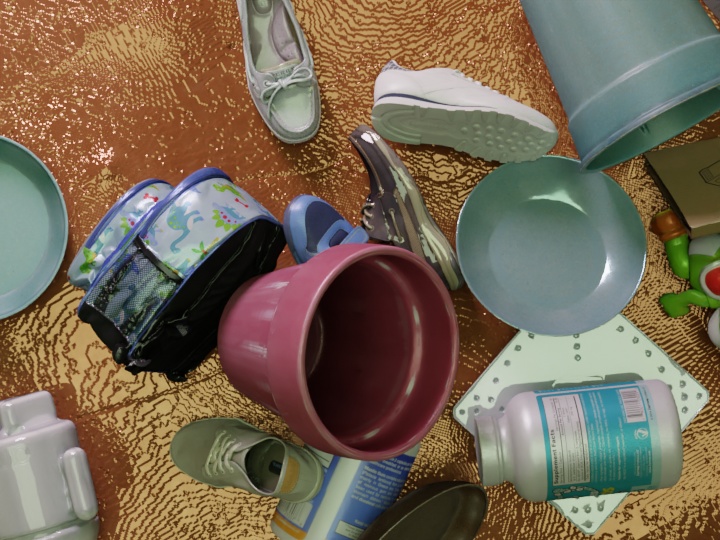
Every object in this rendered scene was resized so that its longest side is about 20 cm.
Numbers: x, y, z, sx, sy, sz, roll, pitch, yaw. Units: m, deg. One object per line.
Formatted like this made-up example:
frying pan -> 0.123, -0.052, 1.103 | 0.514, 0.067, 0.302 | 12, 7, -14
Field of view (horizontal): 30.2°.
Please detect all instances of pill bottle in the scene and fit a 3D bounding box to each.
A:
pill bottle -> -0.005, 0.197, 1.374 | 0.111, 0.112, 0.201 | 25, 89, 0
pill bottle -> 0.217, 0.173, 1.347 | 0.198, 0.111, 0.112 | -6, 90, 1

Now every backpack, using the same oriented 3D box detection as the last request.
backpack -> -0.185, -0.009, 1.341 | 0.147, 0.183, 0.200 | 43, 92, 13

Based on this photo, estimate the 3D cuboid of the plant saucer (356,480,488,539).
plant saucer -> 0.046, 0.282, 1.347 | 0.200, 0.200, 0.032 | -45, 60, 0

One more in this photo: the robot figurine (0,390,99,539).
robot figurine -> -0.336, 0.229, 1.375 | 0.169, 0.113, 0.202 | -16, 89, 39

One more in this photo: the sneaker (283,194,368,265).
sneaker -> 0.000, 0.000, 1.368 | 0.200, 0.082, 0.074 | 52, 54, -15

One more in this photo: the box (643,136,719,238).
box -> 0.407, -0.098, 1.355 | 0.198, 0.164, 0.021 | -12, 120, 0

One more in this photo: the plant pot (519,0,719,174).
plant pot -> 0.267, -0.231, 1.345 | 0.199, 0.200, 0.197 | -26, 81, 0

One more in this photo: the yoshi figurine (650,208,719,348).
yoshi figurine -> 0.382, 0.023, 1.395 | 0.111, 0.112, 0.201 | -12, 75, -33

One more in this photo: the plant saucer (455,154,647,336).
plant saucer -> 0.197, -0.022, 1.393 | 0.199, 0.039, 0.203 | 0, 70, 0

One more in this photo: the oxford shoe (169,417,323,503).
oxford shoe -> -0.126, 0.189, 1.358 | 0.199, 0.058, 0.076 | 10, 81, 39

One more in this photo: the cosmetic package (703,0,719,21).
cosmetic package -> 0.421, -0.278, 1.379 | 0.071, 0.101, 0.200 | -39, 90, -1

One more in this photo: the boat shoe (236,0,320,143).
boat shoe -> -0.090, -0.234, 1.400 | 0.074, 0.065, 0.204 | -12, 90, 0

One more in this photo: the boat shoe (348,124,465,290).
boat shoe -> 0.035, -0.057, 1.394 | 0.073, 0.074, 0.201 | -31, 89, 1

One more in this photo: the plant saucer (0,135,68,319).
plant saucer -> -0.406, -0.045, 1.416 | 0.198, 0.036, 0.202 | 0, 89, 0

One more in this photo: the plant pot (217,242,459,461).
plant pot -> -0.036, 0.071, 1.273 | 0.199, 0.178, 0.202 | -3, 95, -42

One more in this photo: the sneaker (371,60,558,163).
sneaker -> 0.112, -0.171, 1.393 | 0.198, 0.077, 0.081 | 14, 51, -3

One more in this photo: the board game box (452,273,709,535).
board game box -> 0.233, 0.141, 1.415 | 0.200, 0.026, 0.200 | 41, 90, 1
